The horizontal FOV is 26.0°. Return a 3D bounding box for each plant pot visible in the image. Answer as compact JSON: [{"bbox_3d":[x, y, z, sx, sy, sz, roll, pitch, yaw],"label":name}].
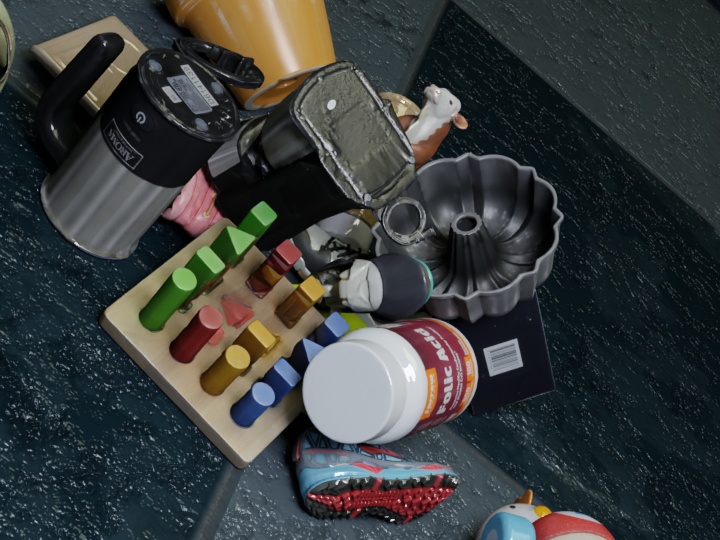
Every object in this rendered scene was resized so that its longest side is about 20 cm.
[{"bbox_3d":[-0.119,-0.303,1.891,0.200,0.200,0.184,-15,79,-56],"label":"plant pot"}]

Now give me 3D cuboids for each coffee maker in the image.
[{"bbox_3d":[-0.049,-0.090,1.586,0.134,0.200,0.193,-13,83,-35],"label":"coffee maker"}]

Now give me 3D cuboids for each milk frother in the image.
[{"bbox_3d":[-0.203,-0.136,1.573,0.200,0.188,0.181,3,51,-49],"label":"milk frother"}]

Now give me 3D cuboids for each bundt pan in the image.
[{"bbox_3d":[0.116,-0.027,1.643,0.076,0.201,0.202,74,0,-50],"label":"bundt pan"}]

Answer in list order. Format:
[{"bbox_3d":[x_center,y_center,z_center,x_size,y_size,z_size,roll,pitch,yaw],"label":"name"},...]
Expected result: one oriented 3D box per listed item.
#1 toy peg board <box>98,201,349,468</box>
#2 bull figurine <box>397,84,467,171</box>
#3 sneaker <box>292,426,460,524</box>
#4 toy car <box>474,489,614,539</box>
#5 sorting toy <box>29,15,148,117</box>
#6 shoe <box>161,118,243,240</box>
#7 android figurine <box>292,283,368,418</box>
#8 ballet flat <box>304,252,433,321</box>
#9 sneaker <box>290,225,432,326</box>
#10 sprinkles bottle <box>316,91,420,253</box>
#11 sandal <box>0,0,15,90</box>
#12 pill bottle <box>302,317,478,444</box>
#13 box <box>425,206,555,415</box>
[{"bbox_3d":[-0.108,0.047,1.511,0.199,0.098,0.200,46,46,2],"label":"toy peg board"},{"bbox_3d":[0.032,-0.130,1.690,0.121,0.200,0.065,-24,79,-29],"label":"bull figurine"},{"bbox_3d":[0.018,0.191,1.555,0.200,0.079,0.096,12,41,-43],"label":"sneaker"},{"bbox_3d":[0.175,0.283,1.566,0.184,0.177,0.200,18,26,-19],"label":"toy car"},{"bbox_3d":[-0.259,-0.194,1.732,0.185,0.036,0.200,46,26,1],"label":"sorting toy"},{"bbox_3d":[-0.168,-0.111,1.690,0.091,0.071,0.200,36,37,-31],"label":"shoe"},{"bbox_3d":[-0.033,0.091,1.650,0.200,0.041,0.182,44,31,-3],"label":"android figurine"},{"bbox_3d":[-0.002,0.019,1.580,0.073,0.200,0.073,0,90,-28],"label":"ballet flat"},{"bbox_3d":[0.000,0.000,1.744,0.200,0.088,0.076,44,31,-8],"label":"sneaker"},{"bbox_3d":[0.010,-0.111,1.827,0.068,0.068,0.200,33,65,-20],"label":"sprinkles bottle"},{"bbox_3d":[-0.384,-0.226,1.590,0.080,0.057,0.201,26,35,-29],"label":"sandal"},{"bbox_3d":[0.030,0.109,1.532,0.114,0.114,0.200,53,22,13],"label":"pill bottle"},{"bbox_3d":[0.139,0.027,1.776,0.200,0.104,0.182,71,1,-51],"label":"box"}]
